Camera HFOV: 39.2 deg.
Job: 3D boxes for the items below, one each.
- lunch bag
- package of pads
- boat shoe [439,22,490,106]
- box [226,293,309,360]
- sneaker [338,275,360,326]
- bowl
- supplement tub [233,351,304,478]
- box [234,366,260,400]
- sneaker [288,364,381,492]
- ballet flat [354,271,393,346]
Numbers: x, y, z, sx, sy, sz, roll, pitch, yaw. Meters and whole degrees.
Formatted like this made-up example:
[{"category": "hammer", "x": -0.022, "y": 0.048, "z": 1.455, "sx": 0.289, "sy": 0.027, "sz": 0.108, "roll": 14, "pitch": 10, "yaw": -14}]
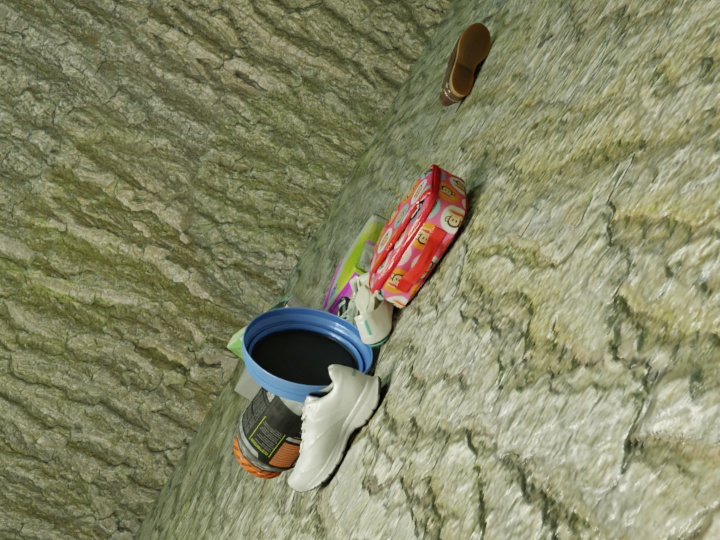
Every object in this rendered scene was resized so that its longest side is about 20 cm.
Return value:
[{"category": "lunch bag", "x": 0.086, "y": -0.044, "z": 1.522, "sx": 0.201, "sy": 0.081, "sz": 0.177, "roll": -57, "pitch": 12, "yaw": 28}, {"category": "package of pads", "x": 0.000, "y": 0.000, "z": 1.903, "sx": 0.155, "sy": 0.068, "sz": 0.201, "roll": -54, "pitch": 10, "yaw": 35}, {"category": "boat shoe", "x": 0.213, "y": -0.433, "z": 2.126, "sx": 0.070, "sy": 0.070, "sz": 0.201, "roll": -36, "pitch": 24, "yaw": 60}, {"category": "box", "x": -0.132, "y": 0.135, "z": 1.822, "sx": 0.199, "sy": 0.144, "sz": 0.037, "roll": -34, "pitch": 21, "yaw": 41}, {"category": "sneaker", "x": -0.016, "y": 0.092, "z": 1.666, "sx": 0.072, "sy": 0.072, "sz": 0.201, "roll": -48, "pitch": 15, "yaw": 45}, {"category": "bowl", "x": -0.081, "y": 0.127, "z": 1.523, "sx": 0.201, "sy": 0.198, "sz": 0.040, "roll": -73, "pitch": -4, "yaw": -59}, {"category": "supplement tub", "x": -0.116, "y": 0.232, "z": 1.597, "sx": 0.201, "sy": 0.122, "sz": 0.123, "roll": -53, "pitch": 10, "yaw": 33}, {"category": "box", "x": -0.180, "y": 0.200, "z": 2.193, "sx": 0.200, "sy": 0.097, "sz": 0.125, "roll": -49, "pitch": 12, "yaw": 54}, {"category": "sneaker", "x": -0.050, "y": 0.213, "z": 1.389, "sx": 0.201, "sy": 0.086, "sz": 0.075, "roll": -59, "pitch": 10, "yaw": 11}, {"category": "ballet flat", "x": 0.020, "y": 0.040, "z": 1.591, "sx": 0.070, "sy": 0.069, "sz": 0.201, "roll": -55, "pitch": 14, "yaw": 26}]
